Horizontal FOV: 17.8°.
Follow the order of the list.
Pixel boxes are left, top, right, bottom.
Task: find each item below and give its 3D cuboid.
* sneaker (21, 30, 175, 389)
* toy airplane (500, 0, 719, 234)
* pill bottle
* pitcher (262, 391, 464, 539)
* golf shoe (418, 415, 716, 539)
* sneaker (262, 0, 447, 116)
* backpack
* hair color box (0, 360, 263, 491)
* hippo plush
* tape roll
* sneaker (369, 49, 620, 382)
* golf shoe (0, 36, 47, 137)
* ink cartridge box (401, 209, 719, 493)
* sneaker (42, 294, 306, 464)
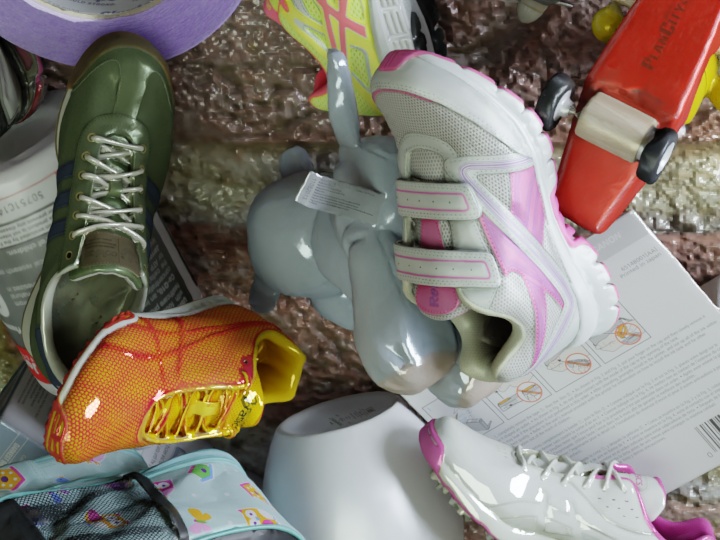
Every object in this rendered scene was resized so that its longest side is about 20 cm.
[{"bbox_3d":[-0.136,-0.023,1.257,0.067,0.090,0.201,9,107,-20],"label":"sneaker"},{"bbox_3d":[0.174,-0.136,1.215,0.198,0.141,0.201,-18,80,11],"label":"toy airplane"},{"bbox_3d":[-0.163,0.003,1.373,0.114,0.114,0.200,-15,117,21],"label":"pill bottle"},{"bbox_3d":[0.002,0.180,1.451,0.121,0.172,0.201,-18,102,-17],"label":"pitcher"},{"bbox_3d":[0.126,0.137,1.378,0.200,0.075,0.092,37,107,-16],"label":"golf shoe"},{"bbox_3d":[-0.016,-0.164,1.257,0.090,0.078,0.201,-5,121,18],"label":"sneaker"},{"bbox_3d":[-0.133,0.191,1.335,0.199,0.153,0.176,-7,123,-30],"label":"backpack"},{"bbox_3d":[-0.145,0.139,1.463,0.200,0.099,0.061,34,121,-10],"label":"hair color box"},{"bbox_3d":[0.000,0.000,1.297,0.200,0.160,0.161,24,158,-33],"label":"hippo plush"},{"bbox_3d":[-0.143,-0.213,1.261,0.199,0.066,0.201,6,123,9],"label":"tape roll"},{"bbox_3d":[0.058,-0.022,1.183,0.081,0.088,0.200,2,130,53],"label":"sneaker"},{"bbox_3d":[-0.265,-0.155,1.297,0.200,0.092,0.073,46,119,0],"label":"golf shoe"},{"bbox_3d":[0.140,0.062,1.385,0.200,0.045,0.176,-32,111,27],"label":"ink cartridge box"},{"bbox_3d":[-0.096,0.060,1.240,0.077,0.200,0.073,28,117,23],"label":"sneaker"}]
